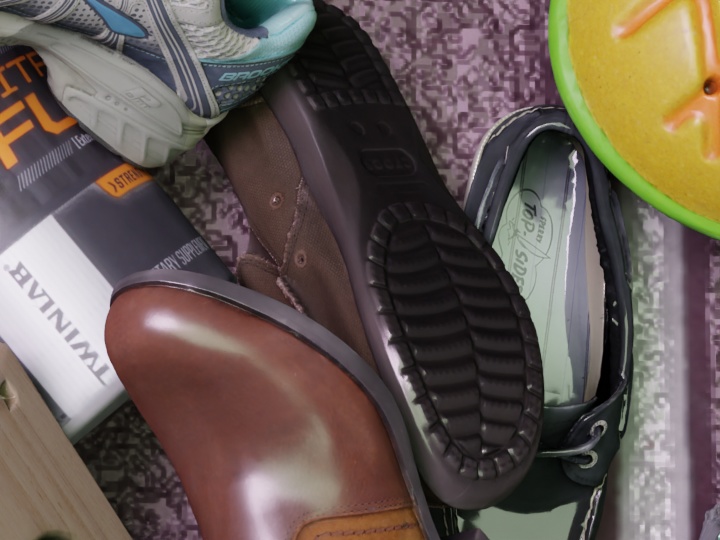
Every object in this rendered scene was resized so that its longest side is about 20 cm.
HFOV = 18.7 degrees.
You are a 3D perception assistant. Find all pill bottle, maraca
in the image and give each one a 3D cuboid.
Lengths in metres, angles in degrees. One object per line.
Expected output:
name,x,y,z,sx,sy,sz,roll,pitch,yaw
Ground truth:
pill bottle,-0.142,-0.035,0.743,0.106,0.106,0.200,-40,90,-6
maraca,0.161,-0.067,0.754,0.199,0.107,0.138,23,82,-3

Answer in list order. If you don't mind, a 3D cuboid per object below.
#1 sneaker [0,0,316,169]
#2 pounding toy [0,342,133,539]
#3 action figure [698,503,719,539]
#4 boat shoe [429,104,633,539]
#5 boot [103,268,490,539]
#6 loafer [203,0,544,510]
sneaker,-0.086,-0.107,0.670,0.086,0.200,0.078,-30,60,19
pounding toy,-0.121,0.127,0.695,0.199,0.142,0.185,-21,113,20
action figure,0.152,0.119,0.779,0.118,0.055,0.200,41,92,-10
boat shoe,0.062,0.038,0.774,0.074,0.066,0.200,11,85,-4
boot,-0.044,0.122,0.629,0.189,0.068,0.200,55,43,-24
loafer,0.000,0.000,0.755,0.073,0.071,0.201,4,54,-40
